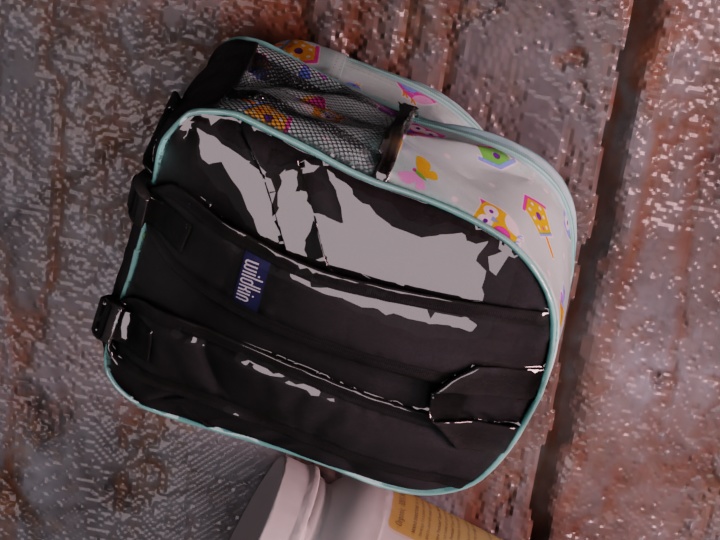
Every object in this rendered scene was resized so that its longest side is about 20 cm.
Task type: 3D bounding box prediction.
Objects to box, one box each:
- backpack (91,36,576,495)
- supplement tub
[{"bbox_3d":[0.000,0.000,0.940,0.199,0.153,0.177,24,121,6],"label":"backpack"},{"bbox_3d":[0.023,0.193,1.045,0.199,0.145,0.145,27,118,-6],"label":"supplement tub"}]
